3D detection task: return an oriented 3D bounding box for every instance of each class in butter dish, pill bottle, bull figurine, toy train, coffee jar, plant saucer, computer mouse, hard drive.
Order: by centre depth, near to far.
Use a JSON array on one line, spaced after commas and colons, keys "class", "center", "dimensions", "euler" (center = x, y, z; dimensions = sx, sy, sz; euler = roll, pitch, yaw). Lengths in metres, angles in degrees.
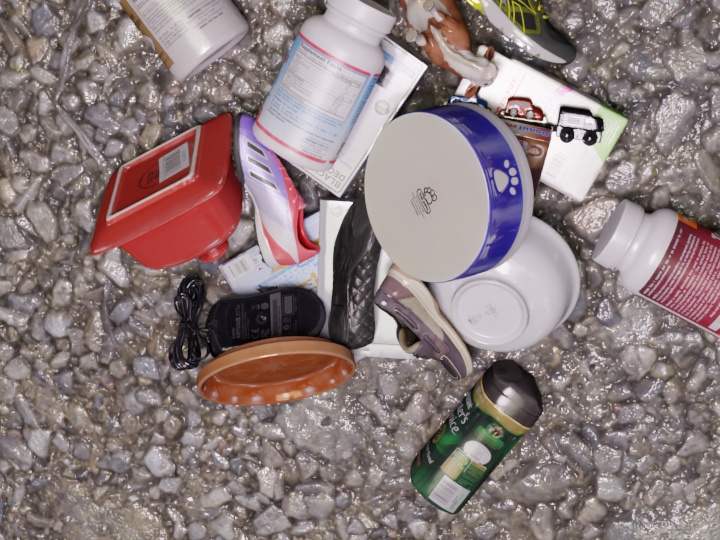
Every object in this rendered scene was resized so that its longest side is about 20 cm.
[{"class": "bull figurine", "center": [0.088, -0.290, 1.394], "dimensions": [0.065, 0.121, 0.201], "euler": [-40, 57, 16]}, {"class": "pill bottle", "center": [-0.039, -0.226, 1.404], "dimensions": [0.108, 0.109, 0.201], "euler": [29, 106, 0]}, {"class": "toy train", "center": [0.188, -0.182, 1.411], "dimensions": [0.198, 0.034, 0.046], "euler": [9, 103, 7]}, {"class": "pill bottle", "center": [0.391, -0.004, 1.456], "dimensions": [0.199, 0.113, 0.113], "euler": [27, 107, 0]}, {"class": "pill bottle", "center": [-0.238, -0.344, 1.463], "dimensions": [0.114, 0.114, 0.200], "euler": [-35, 97, 15]}, {"class": "plant saucer", "center": [-0.106, 0.124, 1.491], "dimensions": [0.199, 0.200, 0.033], "euler": [-15, 67, 12]}, {"class": "butter dish", "center": [-0.220, -0.073, 1.513], "dimensions": [0.198, 0.201, 0.148], "euler": [-26, 122, 15]}, {"class": "hard drive", "center": [0.011, 0.010, 1.519], "dimensions": [0.131, 0.027, 0.202], "euler": [3, 103, 6]}, {"class": "computer mouse", "center": [-0.139, 0.070, 1.525], "dimensions": [0.198, 0.139, 0.053], "euler": [-3, 148, 7]}, {"class": "coffee jar", "center": [0.153, 0.213, 1.553], "dimensions": [0.085, 0.104, 0.200], "euler": [36, 106, -5]}]

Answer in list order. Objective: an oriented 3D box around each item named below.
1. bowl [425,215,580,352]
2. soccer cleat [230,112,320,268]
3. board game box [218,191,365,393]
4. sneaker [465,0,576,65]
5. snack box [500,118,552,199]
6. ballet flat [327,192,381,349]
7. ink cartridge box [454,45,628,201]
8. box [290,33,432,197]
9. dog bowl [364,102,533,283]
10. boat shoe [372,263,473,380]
[{"class": "bowl", "center": [0.167, 0.029, 1.479], "dimensions": [0.200, 0.091, 0.202], "euler": [9, 123, 13]}, {"class": "soccer cleat", "center": [-0.106, -0.102, 1.484], "dimensions": [0.073, 0.068, 0.201], "euler": [-9, 107, 17]}, {"class": "board game box", "center": [-0.051, 0.031, 1.568], "dimensions": [0.199, 0.041, 0.200], "euler": [-27, 99, 14]}, {"class": "sneaker", "center": [0.186, -0.325, 1.425], "dimensions": [0.200, 0.074, 0.085], "euler": [39, 106, -2]}, {"class": "snack box", "center": [0.179, -0.101, 1.453], "dimensions": [0.071, 0.024, 0.201], "euler": [14, 141, 6]}, {"class": "ballet flat", "center": [0.000, 0.000, 1.487], "dimensions": [0.066, 0.057, 0.201], "euler": [24, 109, 46]}, {"class": "ink cartridge box", "center": [0.210, -0.184, 1.461], "dimensions": [0.199, 0.067, 0.118], "euler": [29, 106, 0]}, {"class": "box", "center": [-0.012, -0.206, 1.492], "dimensions": [0.116, 0.060, 0.200], "euler": [36, 107, -1]}, {"class": "dog bowl", "center": [0.099, -0.089, 1.380], "dimensions": [0.199, 0.079, 0.202], "euler": [16, 113, 43]}, {"class": "boat shoe", "center": [0.074, 0.075, 1.476], "dimensions": [0.065, 0.072, 0.200], "euler": [-44, 131, -11]}]
